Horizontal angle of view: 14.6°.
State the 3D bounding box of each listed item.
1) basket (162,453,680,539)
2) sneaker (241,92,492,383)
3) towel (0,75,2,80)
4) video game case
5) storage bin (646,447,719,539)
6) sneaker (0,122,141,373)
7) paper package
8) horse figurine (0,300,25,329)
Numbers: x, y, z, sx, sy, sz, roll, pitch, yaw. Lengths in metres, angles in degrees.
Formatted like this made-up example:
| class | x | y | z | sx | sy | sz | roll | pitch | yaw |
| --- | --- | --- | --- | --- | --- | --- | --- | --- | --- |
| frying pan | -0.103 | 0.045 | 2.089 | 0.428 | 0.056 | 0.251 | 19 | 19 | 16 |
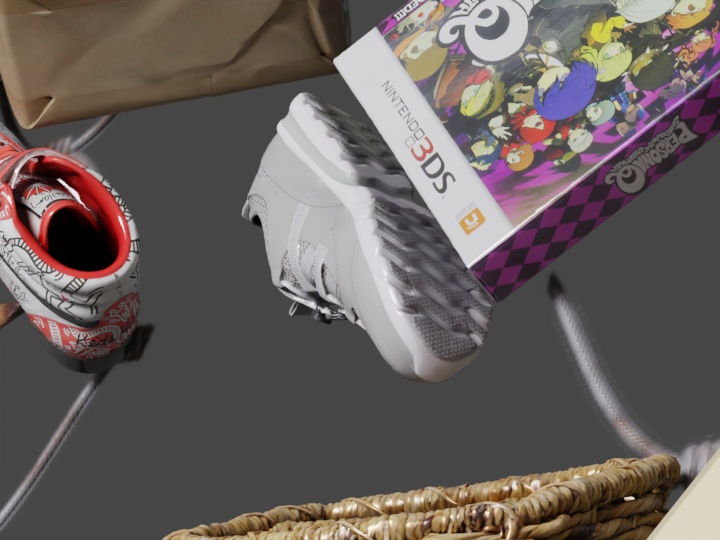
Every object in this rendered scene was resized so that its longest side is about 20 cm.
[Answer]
| class | x | y | z | sx | sy | sz | roll | pitch | yaw |
| --- | --- | --- | --- | --- | --- | --- | --- | --- | --- |
| basket | 0.013 | 0.126 | 1.162 | 0.200 | 0.143 | 0.149 | -10 | 56 | 35 |
| sneaker | 0.000 | 0.000 | 1.332 | 0.082 | 0.075 | 0.200 | -54 | 34 | 18 |
| towel | -0.257 | -0.160 | 1.629 | 0.171 | 0.048 | 0.200 | -45 | 45 | 28 |
| video game case | 0.101 | -0.104 | 1.320 | 0.200 | 0.036 | 0.181 | -37 | 43 | 6 |
| storage bin | 0.214 | 0.120 | 1.032 | 0.200 | 0.094 | 0.198 | -51 | 43 | -1 |
| sneaker | -0.181 | -0.047 | 1.418 | 0.067 | 0.108 | 0.201 | -35 | 73 | -22 |
| paper package | -0.112 | -0.188 | 1.471 | 0.190 | 0.104 | 0.200 | -11 | 45 | -6 |
| horse figurine | -0.234 | -0.004 | 1.527 | 0.133 | 0.050 | 0.200 | -52 | 49 | 21 |
